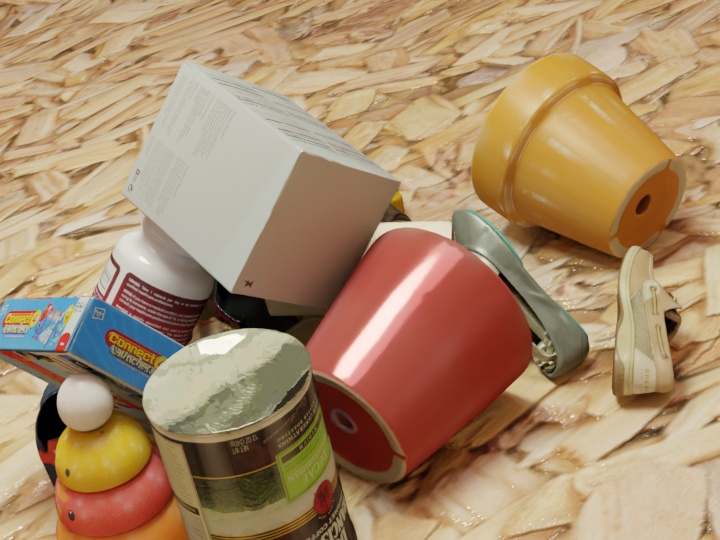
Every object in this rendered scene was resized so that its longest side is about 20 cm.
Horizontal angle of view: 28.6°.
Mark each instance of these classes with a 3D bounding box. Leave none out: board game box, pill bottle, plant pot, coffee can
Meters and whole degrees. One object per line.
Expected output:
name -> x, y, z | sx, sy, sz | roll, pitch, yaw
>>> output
board game box -> -0.225, 0.093, 1.325 | 0.195, 0.199, 0.056 | -2, 60, 53
pill bottle -> -0.223, 0.034, 1.479 | 0.112, 0.201, 0.113 | 26, 14, -7
plant pot -> 0.035, 0.088, 1.333 | 0.199, 0.201, 0.177 | 16, 50, 39
plant pot -> 0.257, -0.114, 1.586 | 0.199, 0.201, 0.183 | -31, 50, -27
coffee can -> -0.092, 0.173, 1.216 | 0.145, 0.201, 0.147 | -10, 31, 6

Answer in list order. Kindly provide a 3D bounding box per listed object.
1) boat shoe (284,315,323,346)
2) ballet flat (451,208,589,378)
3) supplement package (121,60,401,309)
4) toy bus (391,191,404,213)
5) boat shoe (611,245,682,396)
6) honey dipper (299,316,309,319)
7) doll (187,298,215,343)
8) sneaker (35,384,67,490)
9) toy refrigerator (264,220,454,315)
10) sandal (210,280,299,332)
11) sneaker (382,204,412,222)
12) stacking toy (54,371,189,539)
boat shoe -> -0.092, 0.105, 1.445 | 0.072, 0.065, 0.200 | 10, 43, 38
ballet flat -> 0.147, 0.024, 1.420 | 0.064, 0.067, 0.200 | -37, 79, -25
supplement package -> -0.099, -0.082, 1.389 | 0.150, 0.153, 0.200 | 12, 21, -49
toy bus -> -0.049, -0.074, 1.725 | 0.199, 0.079, 0.065 | -21, 31, -13
boat shoe -> 0.287, 0.052, 1.408 | 0.064, 0.072, 0.201 | 2, 41, 12
honey dipper -> -0.056, 0.052, 1.564 | 0.038, 0.038, 0.200 | -25, 35, -20
doll -> -0.209, 0.010, 1.635 | 0.137, 0.048, 0.200 | -47, 27, 7
sneaker -> -0.300, 0.146, 1.453 | 0.074, 0.085, 0.200 | -18, 31, -9
toy refrigerator -> 0.000, 0.000, 1.487 | 0.198, 0.070, 0.076 | -1, 55, 8
sandal -> -0.131, 0.031, 1.590 | 0.075, 0.045, 0.200 | -54, 39, 2
sneaker -> 0.004, -0.024, 1.622 | 0.075, 0.071, 0.200 | 23, 38, 15
stacking toy -> -0.229, 0.174, 1.267 | 0.145, 0.201, 0.147 | -10, 30, 6
